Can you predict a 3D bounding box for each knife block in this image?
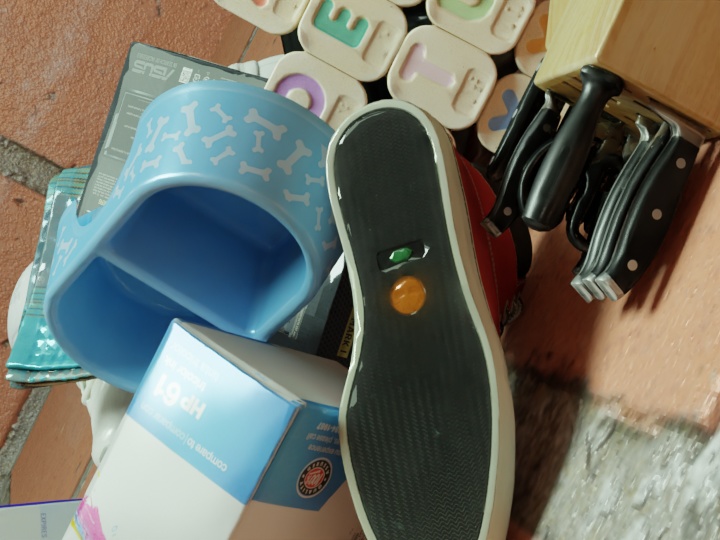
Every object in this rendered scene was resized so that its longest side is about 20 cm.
[{"bbox_3d":[0.122,-0.092,0.669,0.201,0.064,0.176,-54,16,37],"label":"knife block"}]

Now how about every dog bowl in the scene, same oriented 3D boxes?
[{"bbox_3d":[-0.078,-0.005,0.781,0.200,0.111,0.050,-41,23,47],"label":"dog bowl"}]

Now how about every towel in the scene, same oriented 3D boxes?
[{"bbox_3d":[-0.116,-0.007,0.995,0.198,0.022,0.148,-7,60,30],"label":"towel"}]

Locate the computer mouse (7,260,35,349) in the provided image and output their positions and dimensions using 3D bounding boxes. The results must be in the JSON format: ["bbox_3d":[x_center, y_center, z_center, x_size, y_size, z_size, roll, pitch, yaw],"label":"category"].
[{"bbox_3d":[-0.154,0.009,1.052,0.198,0.044,0.111,-16,55,29],"label":"computer mouse"}]

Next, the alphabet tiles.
[{"bbox_3d":[0.036,-0.139,0.812,0.201,0.194,0.015,-62,0,5],"label":"alphabet tiles"}]

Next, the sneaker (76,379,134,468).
[{"bbox_3d":[-0.163,0.060,1.109,0.071,0.080,0.201,-55,19,25],"label":"sneaker"}]

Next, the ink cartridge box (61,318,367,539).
[{"bbox_3d":[-0.062,0.137,0.756,0.144,0.084,0.202,20,-83,-59],"label":"ink cartridge box"}]

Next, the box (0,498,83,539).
[{"bbox_3d":[-0.217,0.249,1.127,0.200,0.104,0.186,150,118,-68],"label":"box"}]

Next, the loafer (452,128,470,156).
[{"bbox_3d":[0.037,-0.115,1.048,0.075,0.069,0.201,-49,19,49],"label":"loafer"}]

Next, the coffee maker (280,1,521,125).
[{"bbox_3d":[0.002,-0.189,0.940,0.192,0.134,0.202,37,145,57],"label":"coffee maker"}]

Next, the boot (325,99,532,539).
[{"bbox_3d":[0.046,0.040,0.734,0.144,0.072,0.202,27,-125,-64],"label":"boot"}]

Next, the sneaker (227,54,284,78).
[{"bbox_3d":[-0.027,-0.037,1.078,0.075,0.087,0.202,-120,19,-73],"label":"sneaker"}]

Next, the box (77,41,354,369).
[{"bbox_3d":[-0.067,-0.023,0.905,0.199,0.051,0.159,18,90,38],"label":"box"}]
